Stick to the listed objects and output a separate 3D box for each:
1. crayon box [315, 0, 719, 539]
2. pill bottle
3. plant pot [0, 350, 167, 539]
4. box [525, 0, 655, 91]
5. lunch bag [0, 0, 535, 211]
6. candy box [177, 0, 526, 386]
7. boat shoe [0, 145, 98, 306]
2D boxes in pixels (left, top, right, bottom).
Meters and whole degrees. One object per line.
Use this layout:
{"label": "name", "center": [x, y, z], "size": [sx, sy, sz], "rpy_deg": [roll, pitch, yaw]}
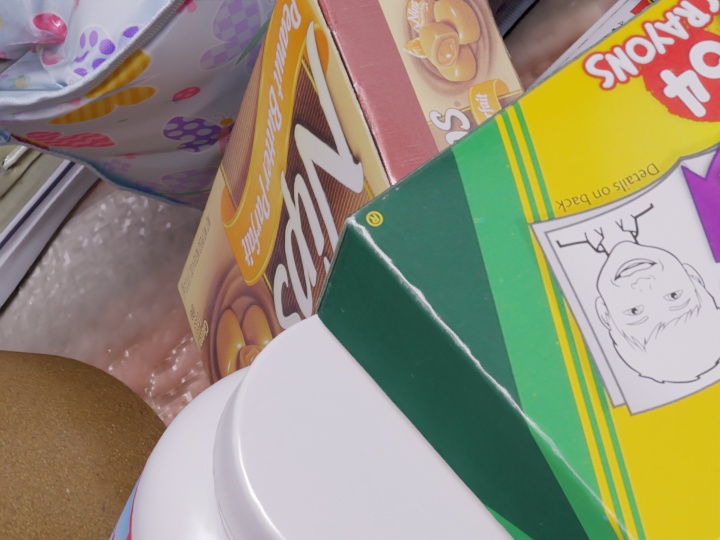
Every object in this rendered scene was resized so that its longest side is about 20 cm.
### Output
{"label": "crayon box", "center": [0.120, 0.009, 0.728], "size": [0.200, 0.058, 0.173], "rpy_deg": [-35, 74, -25]}
{"label": "pill bottle", "center": [-0.020, 0.092, 0.803], "size": [0.200, 0.108, 0.109], "rpy_deg": [119, 138, -57]}
{"label": "plant pot", "center": [-0.181, 0.101, 0.946], "size": [0.186, 0.200, 0.188], "rpy_deg": [-9, 72, 31]}
{"label": "box", "center": [0.135, -0.013, 0.843], "size": [0.200, 0.035, 0.110], "rpy_deg": [31, 66, 34]}
{"label": "lunch bag", "center": [-0.036, -0.114, 0.924], "size": [0.200, 0.169, 0.127], "rpy_deg": [-50, 59, 13]}
{"label": "candy box", "center": [0.000, 0.000, 0.872], "size": [0.200, 0.055, 0.116], "rpy_deg": [116, 138, -56]}
{"label": "boat shoe", "center": [-0.124, -0.060, 1.032], "size": [0.072, 0.062, 0.201], "rpy_deg": [37, 98, 33]}
